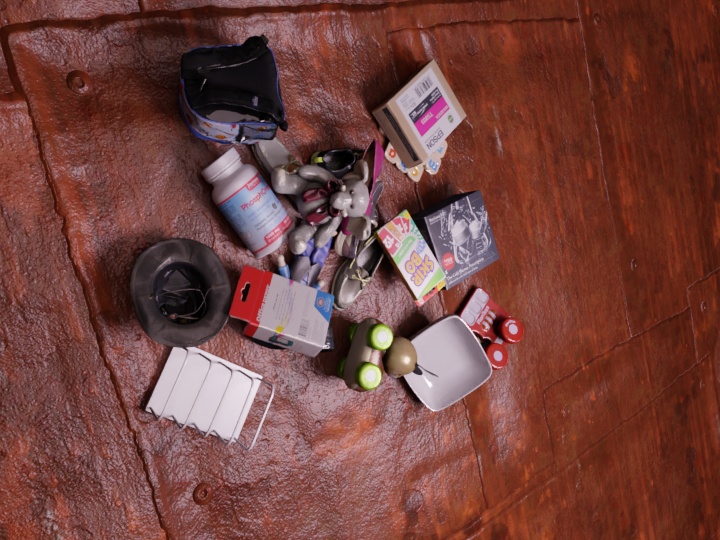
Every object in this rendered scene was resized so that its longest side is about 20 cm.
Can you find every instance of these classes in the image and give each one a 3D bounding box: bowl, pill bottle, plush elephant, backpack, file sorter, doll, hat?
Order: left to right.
[{"bbox_3d":[-0.339,0.046,1.019,0.195,0.081,0.208,7,75,-25],"label":"hat"},{"bbox_3d":[-0.282,0.243,1.034,0.197,0.123,0.142,30,76,-28],"label":"file sorter"},{"bbox_3d":[-0.253,-0.335,1.034,0.185,0.154,0.206,-5,73,-31],"label":"backpack"},{"bbox_3d":[-0.225,-0.135,1.078,0.109,0.108,0.202,-43,111,-23],"label":"pill bottle"},{"bbox_3d":[-0.124,-0.005,1.174,0.134,0.048,0.206,25,83,-37],"label":"doll"},{"bbox_3d":[-0.052,-0.134,1.065,0.198,0.152,0.170,-18,99,-50],"label":"plush elephant"},{"bbox_3d":[0.198,0.215,1.320,0.197,0.075,0.202,-34,106,6],"label":"bowl"}]

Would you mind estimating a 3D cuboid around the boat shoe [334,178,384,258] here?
[{"bbox_3d":[0.011,-0.115,1.230,0.063,0.072,0.203,24,71,16],"label":"boat shoe"}]

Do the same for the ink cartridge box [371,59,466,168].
[{"bbox_3d":[0.145,-0.379,1.309,0.201,0.074,0.166,-48,110,-25],"label":"ink cartridge box"}]

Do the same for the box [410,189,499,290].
[{"bbox_3d":[0.227,-0.077,1.355,0.197,0.103,0.187,-27,102,-28],"label":"box"}]

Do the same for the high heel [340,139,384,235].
[{"bbox_3d":[-0.003,-0.181,1.167,0.096,0.065,0.205,63,44,-67],"label":"high heel"}]

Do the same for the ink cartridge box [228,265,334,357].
[{"bbox_3d":[-0.161,0.082,1.083,0.195,0.067,0.119,21,59,-15],"label":"ink cartridge box"}]

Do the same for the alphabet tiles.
[{"bbox_3d":[0.134,-0.334,1.351,0.197,0.014,0.200,32,71,-27],"label":"alphabet tiles"}]

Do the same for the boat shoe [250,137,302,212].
[{"bbox_3d":[-0.151,-0.211,1.147,0.075,0.068,0.201,-48,112,-22],"label":"boat shoe"}]

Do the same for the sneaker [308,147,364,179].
[{"bbox_3d":[-0.022,-0.236,1.216,0.195,0.082,0.074,-9,94,-31],"label":"sneaker"}]

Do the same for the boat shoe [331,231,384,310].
[{"bbox_3d":[-0.002,-0.002,1.240,0.071,0.060,0.205,36,72,-25],"label":"boat shoe"}]

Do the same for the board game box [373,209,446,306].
[{"bbox_3d":[0.119,-0.027,1.246,0.095,0.030,0.203,-35,99,-20],"label":"board game box"}]

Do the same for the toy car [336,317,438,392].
[{"bbox_3d":[0.069,0.208,1.202,0.195,0.164,0.162,22,79,-17],"label":"toy car"}]

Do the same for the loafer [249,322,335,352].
[{"bbox_3d":[-0.145,0.130,1.156,0.195,0.072,0.075,12,69,-35],"label":"loafer"}]

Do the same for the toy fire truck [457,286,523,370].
[{"bbox_3d":[0.316,0.168,1.419,0.167,0.112,0.201,39,70,2],"label":"toy fire truck"}]
